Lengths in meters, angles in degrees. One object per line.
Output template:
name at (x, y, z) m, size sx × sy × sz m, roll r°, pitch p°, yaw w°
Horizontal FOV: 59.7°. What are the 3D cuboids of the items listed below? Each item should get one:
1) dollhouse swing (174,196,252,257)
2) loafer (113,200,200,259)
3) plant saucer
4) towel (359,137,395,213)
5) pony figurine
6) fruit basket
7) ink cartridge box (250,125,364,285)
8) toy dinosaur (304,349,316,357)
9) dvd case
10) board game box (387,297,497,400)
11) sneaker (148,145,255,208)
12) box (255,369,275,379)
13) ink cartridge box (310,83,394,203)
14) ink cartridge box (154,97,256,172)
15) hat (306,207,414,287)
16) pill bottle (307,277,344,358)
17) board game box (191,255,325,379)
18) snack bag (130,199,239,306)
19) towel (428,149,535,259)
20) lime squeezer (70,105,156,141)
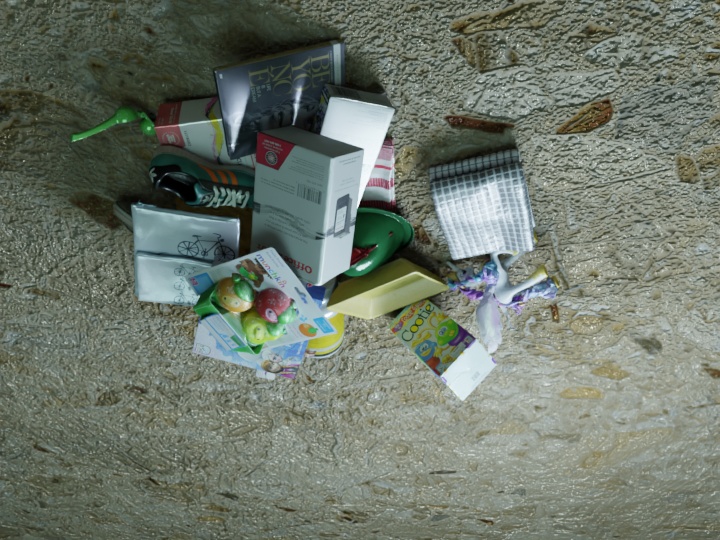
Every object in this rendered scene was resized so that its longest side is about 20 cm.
dollhouse swing at (-0.224, -0.067, 1.114) m, size 0.175 × 0.183 × 0.200 m, roll 25°, pitch 133°, yaw -39°
loafer at (-0.367, -0.061, 1.127) m, size 0.199 × 0.072 × 0.063 m, roll 27°, pitch 108°, yaw 13°
plant saucer at (0.054, 0.034, 1.245) m, size 0.199 × 0.049 × 0.200 m, roll -23°, pitch 161°, yaw 21°
towel at (-0.009, -0.147, 1.118) m, size 0.143 × 0.023 × 0.201 m, roll -1°, pitch 137°, yaw 3°
pony figurine at (0.278, 0.038, 1.227) m, size 0.199 × 0.166 × 0.194 m, roll -26°, pitch 92°, yaw 29°
fruit basket at (-0.162, 0.060, 0.995) m, size 0.199 × 0.094 × 0.186 m, roll -11°, pitch 126°, yaw 36°
ink cartridge box at (-0.084, -0.100, 0.951) m, size 0.145 × 0.083 × 0.201 m, roll 23°, pitch 120°, yaw 27°
toy dinosaur at (-0.197, 0.080, 1.255) m, size 0.105 × 0.181 × 0.201 m, roll -31°, pitch 122°, yaw -14°
dvd case at (-0.113, -0.255, 0.944) m, size 0.199 × 0.016 × 0.149 m, roll -20°, pitch 139°, yaw -19°
board game box at (0.163, 0.152, 1.287) m, size 0.105 × 0.200 × 0.103 m, roll -46°, pitch 128°, yaw -3°
sneaker at (-0.234, -0.127, 0.990) m, size 0.199 × 0.080 × 0.072 m, roll 14°, pitch 135°, yaw -22°
box at (-0.177, 0.127, 1.280) m, size 0.038 × 0.201 × 0.042 m, roll 12°, pitch 136°, yaw -8°
ink cartridge box at (-0.031, -0.189, 1.006) m, size 0.108 × 0.051 × 0.201 m, roll 4°, pitch 129°, yaw -24°
ink cartridge box at (-0.213, -0.213, 1.010) m, size 0.198 × 0.068 × 0.117 m, roll -8°, pitch 137°, yaw 0°
hat at (0.000, 0.000, 1.138) m, size 0.198 × 0.177 × 0.166 m, roll 7°, pitch 149°, yaw -7°
pill bottle at (-0.089, 0.082, 1.296) m, size 0.111 × 0.113 × 0.201 m, roll 1°, pitch 137°, yaw -1°
board game box at (-0.184, 0.089, 1.117) m, size 0.198 × 0.044 × 0.201 m, roll 16°, pitch 124°, yaw -7°
snack bag at (-0.298, -0.019, 1.082) m, size 0.187 × 0.021 × 0.201 m, roll 8°, pitch 124°, yaw -6°
towel at (0.220, -0.106, 1.112) m, size 0.164 × 0.086 × 0.201 m, roll -13°, pitch 135°, yaw 15°
lime squeezer at (-0.357, -0.223, 1.009) m, size 0.038 × 0.071 × 0.199 m, roll 4°, pitch 179°, yaw 43°
